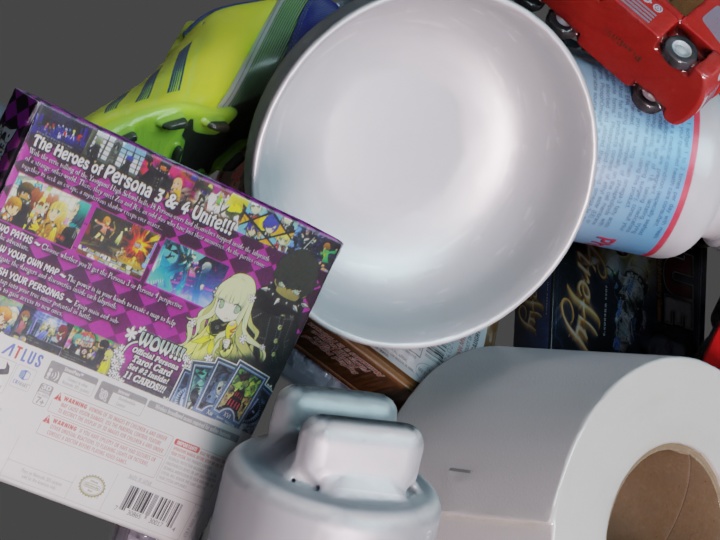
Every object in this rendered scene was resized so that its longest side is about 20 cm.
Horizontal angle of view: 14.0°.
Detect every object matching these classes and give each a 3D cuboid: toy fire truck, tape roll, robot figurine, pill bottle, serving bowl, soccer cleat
[{"bbox_3d":[0.150,-0.186,1.677,0.200,0.049,0.141,41,50,9],"label":"toy fire truck"},{"bbox_3d":[0.119,0.144,1.619,0.202,0.139,0.204,-2,92,-45],"label":"tape roll"},{"bbox_3d":[-0.026,0.161,1.488,0.112,0.170,0.201,8,107,-19],"label":"robot figurine"},{"bbox_3d":[0.142,-0.068,1.691,0.199,0.109,0.109,12,70,-13],"label":"pill bottle"},{"bbox_3d":[0.025,-0.062,1.574,0.199,0.066,0.201,-7,111,-19],"label":"serving bowl"},{"bbox_3d":[-0.087,-0.097,1.579,0.200,0.065,0.084,-28,55,-32],"label":"soccer cleat"}]

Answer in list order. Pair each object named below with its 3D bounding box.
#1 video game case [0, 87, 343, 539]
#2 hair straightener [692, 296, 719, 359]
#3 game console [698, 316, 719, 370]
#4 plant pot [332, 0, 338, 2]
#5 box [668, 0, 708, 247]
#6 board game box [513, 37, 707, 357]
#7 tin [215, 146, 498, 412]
[{"bbox_3d":[-0.126,0.029,1.465,0.200,0.036,0.182,24,93,-36],"label":"video game case"},{"bbox_3d":[0.214,0.041,1.762,0.200,0.041,0.077,-54,158,-28],"label":"hair straightener"},{"bbox_3d":[0.245,0.045,1.737,0.177,0.031,0.200,-53,159,-27],"label":"game console"},{"bbox_3d":[0.026,-0.302,1.643,0.200,0.199,0.177,55,38,-17],"label":"plant pot"},{"bbox_3d":[0.235,-0.133,1.835,0.200,0.021,0.164,-40,107,-35],"label":"box"},{"bbox_3d":[0.156,-0.027,1.789,0.135,0.035,0.201,18,68,-39],"label":"board game box"},{"bbox_3d":[0.000,0.000,1.641,0.200,0.042,0.112,37,53,-30],"label":"tin"}]
